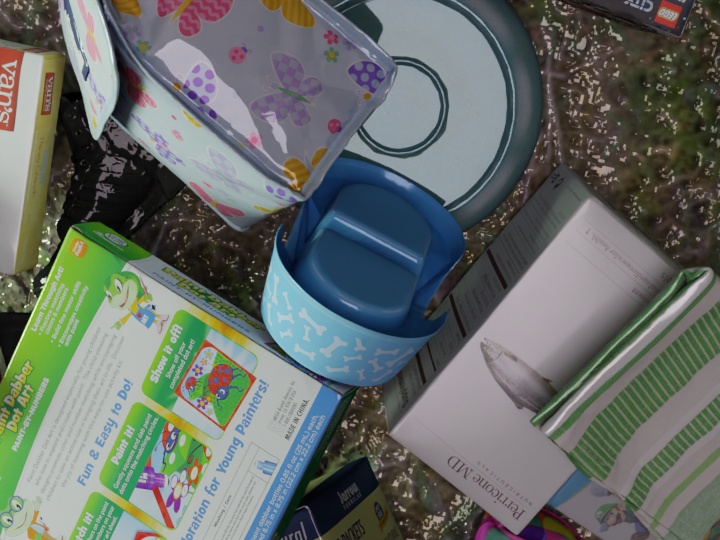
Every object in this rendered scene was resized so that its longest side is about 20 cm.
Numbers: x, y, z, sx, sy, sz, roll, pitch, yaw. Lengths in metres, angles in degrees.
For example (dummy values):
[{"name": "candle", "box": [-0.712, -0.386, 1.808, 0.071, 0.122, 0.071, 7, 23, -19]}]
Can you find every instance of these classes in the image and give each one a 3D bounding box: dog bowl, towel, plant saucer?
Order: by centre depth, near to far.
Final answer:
[{"name": "dog bowl", "box": [0.000, 0.000, 0.863, 0.111, 0.201, 0.050, 27, 119, -3]}, {"name": "towel", "box": [0.212, 0.093, 0.899, 0.153, 0.023, 0.200, -46, 130, 5]}, {"name": "plant saucer", "box": [0.026, -0.111, 0.946, 0.197, 0.027, 0.203, 0, 103, -1]}]

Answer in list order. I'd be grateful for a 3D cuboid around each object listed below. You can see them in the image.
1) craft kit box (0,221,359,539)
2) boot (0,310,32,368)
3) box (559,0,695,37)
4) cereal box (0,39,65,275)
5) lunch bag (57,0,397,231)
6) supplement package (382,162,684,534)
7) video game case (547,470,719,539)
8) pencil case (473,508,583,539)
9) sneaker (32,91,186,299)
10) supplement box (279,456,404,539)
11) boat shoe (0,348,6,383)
[{"name": "craft kit box", "box": [-0.129, 0.106, 0.850, 0.196, 0.048, 0.202, 30, 103, 9]}, {"name": "boot", "box": [-0.185, 0.077, 0.959, 0.197, 0.066, 0.166, -6, 142, 13]}, {"name": "box", "box": [0.099, -0.198, 0.869, 0.198, 0.137, 0.038, 20, 100, -4]}, {"name": "cereal box", "box": [-0.297, -0.090, 0.920, 0.197, 0.040, 0.146, 13, 102, 12]}, {"name": "lunch bag", "box": [-0.101, -0.126, 0.830, 0.200, 0.169, 0.128, 42, 76, -11]}, {"name": "supplement package", "box": [0.120, 0.049, 0.936, 0.116, 0.117, 0.201, 37, 101, -11]}, {"name": "video game case", "box": [0.234, 0.146, 0.975, 0.199, 0.018, 0.143, 35, 101, -29]}, {"name": "pencil case", "box": [0.094, 0.267, 1.004, 0.087, 0.088, 0.202, 19, 100, -5]}, {"name": "sneaker", "box": [-0.170, -0.078, 0.938, 0.200, 0.060, 0.104, -43, 100, 4]}, {"name": "supplement box", "box": [-0.055, 0.266, 0.937, 0.198, 0.134, 0.202, -26, 88, 18]}, {"name": "boat shoe", "box": [-0.281, 0.006, 0.874, 0.071, 0.062, 0.202, -24, 86, 17]}]
